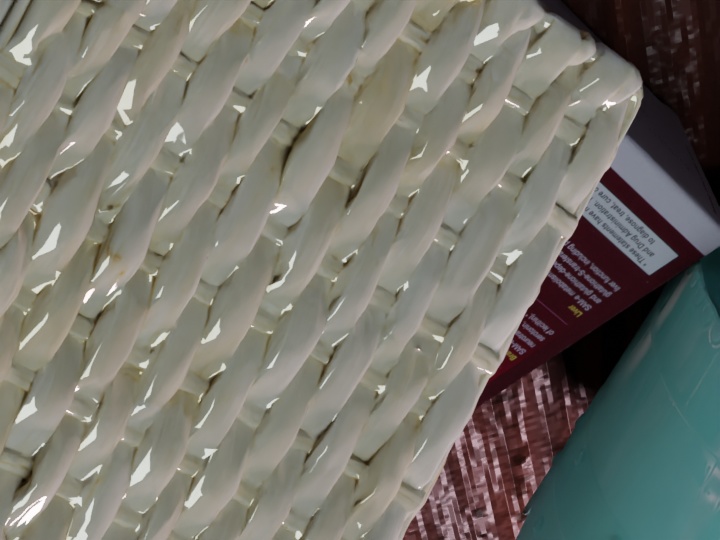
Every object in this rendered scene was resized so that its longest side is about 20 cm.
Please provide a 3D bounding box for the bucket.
[{"bbox_3d":[0.163,0.077,0.971,0.206,0.208,0.135,8,125,-26],"label":"bucket"}]

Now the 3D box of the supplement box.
[{"bbox_3d":[0.000,0.000,0.931,0.200,0.061,0.109,-35,135,17],"label":"supplement box"}]

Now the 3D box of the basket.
[{"bbox_3d":[-0.072,-0.024,0.750,0.198,0.161,0.201,31,88,-41],"label":"basket"}]
